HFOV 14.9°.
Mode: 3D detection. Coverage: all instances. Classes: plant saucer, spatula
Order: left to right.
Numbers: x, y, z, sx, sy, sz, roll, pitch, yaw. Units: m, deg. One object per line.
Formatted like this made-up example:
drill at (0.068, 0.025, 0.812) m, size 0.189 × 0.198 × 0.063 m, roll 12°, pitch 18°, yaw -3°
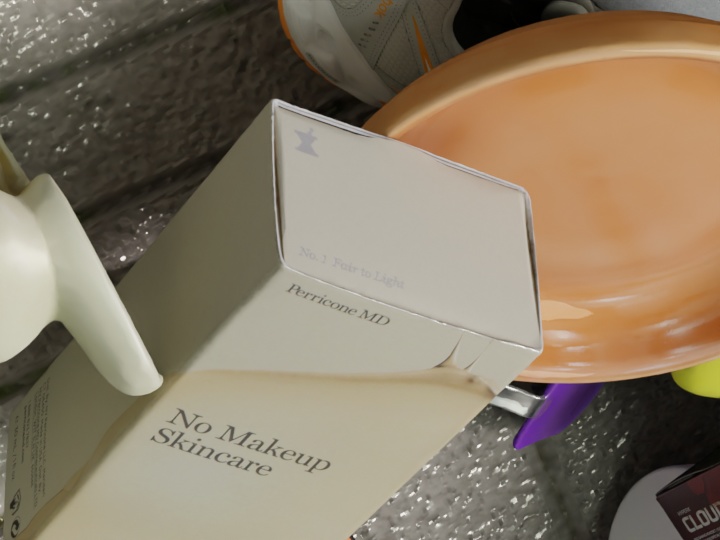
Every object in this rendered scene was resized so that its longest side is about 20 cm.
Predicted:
spatula at (0.042, 0.051, 1.130) m, size 0.200 × 0.021 × 0.057 m, roll 1°, pitch 129°, yaw -44°
plant saucer at (0.085, -0.028, 0.960) m, size 0.200 × 0.037 × 0.200 m, roll -4°, pitch 146°, yaw -2°

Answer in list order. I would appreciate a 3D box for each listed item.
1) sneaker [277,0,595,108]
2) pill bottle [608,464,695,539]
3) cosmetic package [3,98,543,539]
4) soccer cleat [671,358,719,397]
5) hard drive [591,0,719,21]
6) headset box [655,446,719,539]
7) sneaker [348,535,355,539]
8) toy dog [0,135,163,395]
sneaker at (0.061, -0.061, 0.987) m, size 0.200 × 0.092 × 0.076 m, roll 38°, pitch 63°, yaw -36°
pill bottle at (0.219, 0.135, 1.274) m, size 0.200 × 0.116 × 0.116 m, roll 1°, pitch 122°, yaw -37°
cosmetic package at (-0.035, 0.039, 0.941) m, size 0.103 × 0.073 × 0.200 m, roll 18°, pitch 138°, yaw -24°
soccer cleat at (0.205, 0.015, 1.084) m, size 0.200 × 0.084 × 0.065 m, roll -29°, pitch 154°, yaw 33°
hard drive at (0.174, -0.119, 1.029) m, size 0.140 × 0.033 × 0.200 m, roll -49°, pitch 135°, yaw 8°
headset box at (0.233, 0.117, 1.169) m, size 0.149 × 0.200 × 0.075 m, roll -31°, pitch 176°, yaw -31°
sneaker at (-0.091, 0.149, 1.104) m, size 0.200 × 0.078 × 0.112 m, roll -39°, pitch 134°, yaw -19°
toy dog at (-0.192, 0.013, 0.873) m, size 0.200 × 0.140 × 0.194 m, roll -32°, pitch 127°, yaw -9°
